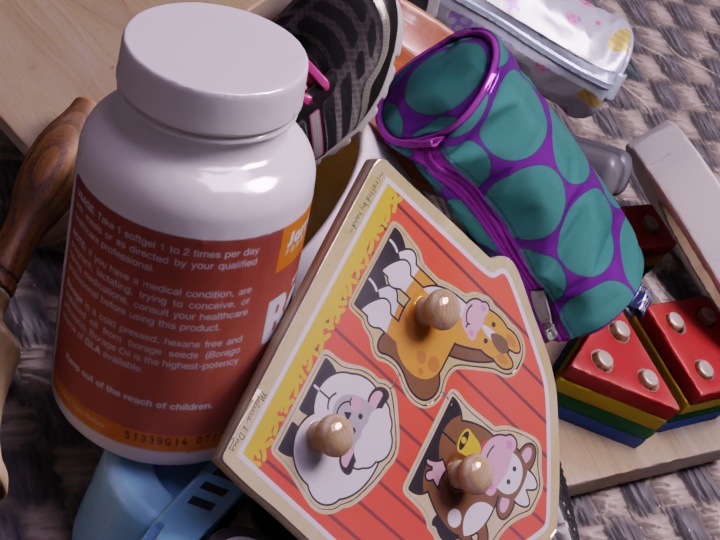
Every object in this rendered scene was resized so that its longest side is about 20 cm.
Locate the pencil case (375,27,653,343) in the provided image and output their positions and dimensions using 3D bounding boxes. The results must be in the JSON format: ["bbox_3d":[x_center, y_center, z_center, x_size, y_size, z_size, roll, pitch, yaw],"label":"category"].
[{"bbox_3d":[0.089,-0.043,1.056,0.200,0.085,0.093,50,49,-37],"label":"pencil case"}]

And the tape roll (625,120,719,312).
[{"bbox_3d":[0.248,-0.011,1.288,0.204,0.037,0.203,60,5,-8],"label":"tape roll"}]

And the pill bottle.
[{"bbox_3d":[-0.082,-0.017,0.869,0.111,0.201,0.113,9,34,-6],"label":"pill bottle"}]

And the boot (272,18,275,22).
[{"bbox_3d":[-0.147,-0.160,1.154,0.199,0.073,0.183,7,42,-43],"label":"boot"}]

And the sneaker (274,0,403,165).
[{"bbox_3d":[-0.056,-0.080,0.979,0.074,0.200,0.087,48,16,11],"label":"sneaker"}]

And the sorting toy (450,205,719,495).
[{"bbox_3d":[0.154,0.034,1.217,0.198,0.070,0.201,-6,59,-43],"label":"sorting toy"}]

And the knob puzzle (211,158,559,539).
[{"bbox_3d":[0.040,0.074,0.907,0.218,0.030,0.222,5,82,-40],"label":"knob puzzle"}]

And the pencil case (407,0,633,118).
[{"bbox_3d":[0.100,-0.185,1.330,0.199,0.084,0.091,26,2,-22],"label":"pencil case"}]

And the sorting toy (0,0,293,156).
[{"bbox_3d":[-0.149,-0.159,1.041,0.198,0.070,0.200,-36,61,-17],"label":"sorting toy"}]

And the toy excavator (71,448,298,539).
[{"bbox_3d":[-0.103,0.097,0.943,0.199,0.100,0.195,35,38,6],"label":"toy excavator"}]

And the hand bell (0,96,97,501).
[{"bbox_3d":[-0.174,0.000,0.898,0.104,0.104,0.201,31,62,-14],"label":"hand bell"}]

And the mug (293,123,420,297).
[{"bbox_3d":[0.004,0.001,1.069,0.153,0.149,0.187,42,48,-24],"label":"mug"}]

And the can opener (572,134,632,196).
[{"bbox_3d":[0.092,-0.108,1.260,0.199,0.067,0.053,19,14,21],"label":"can opener"}]

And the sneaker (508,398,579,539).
[{"bbox_3d":[0.071,0.117,1.044,0.074,0.079,0.201,-102,167,-47],"label":"sneaker"}]

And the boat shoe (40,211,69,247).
[{"bbox_3d":[-0.109,-0.063,1.077,0.200,0.071,0.065,-38,111,-29],"label":"boat shoe"}]

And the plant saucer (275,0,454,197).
[{"bbox_3d":[0.030,-0.110,1.165,0.199,0.032,0.201,28,30,-18],"label":"plant saucer"}]
